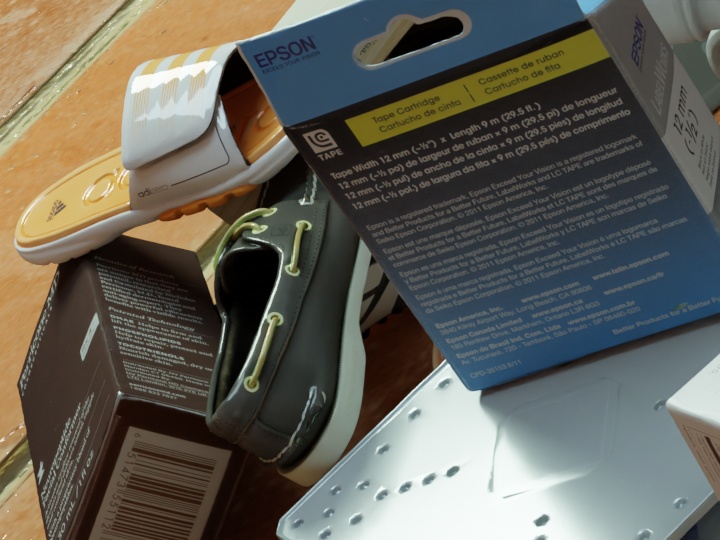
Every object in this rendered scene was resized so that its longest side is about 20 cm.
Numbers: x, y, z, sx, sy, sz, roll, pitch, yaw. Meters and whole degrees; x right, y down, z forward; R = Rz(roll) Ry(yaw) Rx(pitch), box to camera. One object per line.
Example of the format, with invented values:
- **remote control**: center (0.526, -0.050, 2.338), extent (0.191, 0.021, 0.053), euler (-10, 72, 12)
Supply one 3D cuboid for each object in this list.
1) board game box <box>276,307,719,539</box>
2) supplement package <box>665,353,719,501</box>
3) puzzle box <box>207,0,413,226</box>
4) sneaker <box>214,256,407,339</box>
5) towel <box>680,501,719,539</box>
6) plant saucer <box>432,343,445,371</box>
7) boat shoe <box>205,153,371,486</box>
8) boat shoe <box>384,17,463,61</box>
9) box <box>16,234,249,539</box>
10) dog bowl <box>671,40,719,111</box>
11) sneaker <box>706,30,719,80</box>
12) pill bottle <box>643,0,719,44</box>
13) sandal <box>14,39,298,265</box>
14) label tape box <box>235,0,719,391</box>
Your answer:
- **board game box**: center (0.086, 0.078, 1.226), extent (0.200, 0.026, 0.200), euler (-43, 31, -14)
- **supplement package**: center (0.237, 0.051, 1.021), extent (0.200, 0.156, 0.111), euler (-41, 28, -16)
- **puzzle box**: center (-0.013, -0.118, 1.487), extent (0.200, 0.025, 0.133), euler (-50, 18, 10)
- **sneaker**: center (0.000, 0.000, 1.467), extent (0.201, 0.098, 0.071), euler (-56, 40, 4)
- **towel**: center (0.188, 0.070, 1.193), extent (0.200, 0.024, 0.147), euler (-27, 26, 12)
- **plant saucer**: center (0.127, 0.011, 1.349), extent (0.200, 0.032, 0.200), euler (-26, 28, 15)
- **boat shoe**: center (-0.035, 0.006, 1.355), extent (0.072, 0.061, 0.201), euler (-48, 28, 35)
- **boat shoe**: center (0.087, -0.170, 1.536), extent (0.202, 0.075, 0.075), euler (-37, 30, 16)
- **box**: center (-0.111, 0.065, 1.427), extent (0.200, 0.075, 0.100), euler (-114, 42, -65)
- **dog bowl**: center (0.120, -0.124, 1.556), extent (0.200, 0.059, 0.200), euler (-25, 27, 14)
- **sneaker**: center (0.263, -0.143, 1.410), extent (0.200, 0.074, 0.118), euler (-13, 38, 16)
- **pill bottle**: center (0.219, -0.148, 1.302), extent (0.200, 0.111, 0.111), euler (-5, 35, 16)
- **sandal**: center (-0.102, -0.062, 1.422), extent (0.206, 0.059, 0.079), euler (-25, 34, 29)
- **label tape box**: center (0.062, -0.055, 1.212), extent (0.143, 0.200, 0.066), euler (-19, 33, 26)
